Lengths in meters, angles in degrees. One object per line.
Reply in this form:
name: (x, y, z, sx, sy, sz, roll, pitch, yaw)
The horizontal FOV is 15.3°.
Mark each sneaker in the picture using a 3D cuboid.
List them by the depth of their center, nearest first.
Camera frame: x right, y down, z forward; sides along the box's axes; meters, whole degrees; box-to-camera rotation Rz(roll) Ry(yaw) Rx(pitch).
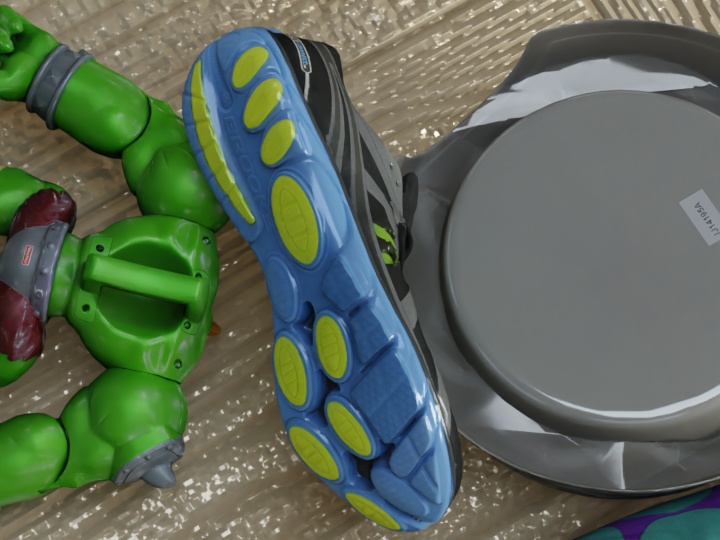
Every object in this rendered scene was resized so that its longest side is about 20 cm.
sneaker: (0.000, 0.000, 1.014, 0.083, 0.071, 0.200, -14, 82, -50)

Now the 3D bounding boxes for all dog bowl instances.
dog bowl: (0.105, 0.001, 1.079, 0.200, 0.059, 0.200, -1, 70, 2)

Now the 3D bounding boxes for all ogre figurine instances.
ogre figurine: (-0.114, 0.008, 1.041, 0.120, 0.098, 0.200, 11, 61, 6)

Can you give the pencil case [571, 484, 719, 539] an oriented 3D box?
pencil case: (0.166, 0.120, 1.053, 0.200, 0.092, 0.085, -17, 112, -15)
